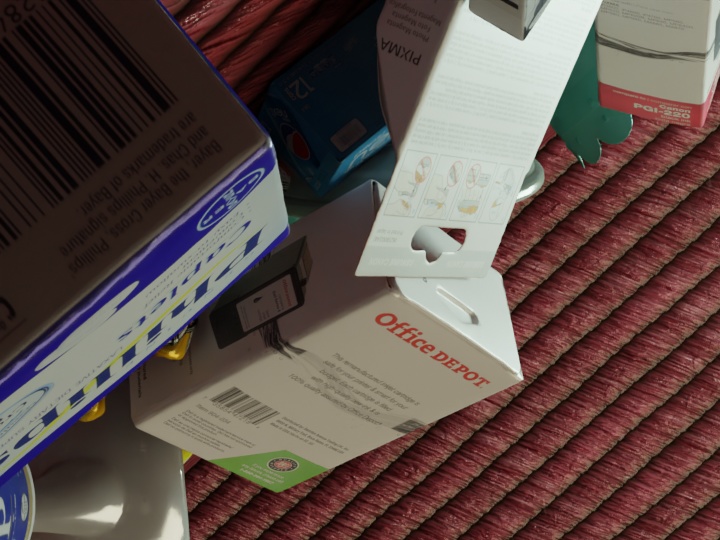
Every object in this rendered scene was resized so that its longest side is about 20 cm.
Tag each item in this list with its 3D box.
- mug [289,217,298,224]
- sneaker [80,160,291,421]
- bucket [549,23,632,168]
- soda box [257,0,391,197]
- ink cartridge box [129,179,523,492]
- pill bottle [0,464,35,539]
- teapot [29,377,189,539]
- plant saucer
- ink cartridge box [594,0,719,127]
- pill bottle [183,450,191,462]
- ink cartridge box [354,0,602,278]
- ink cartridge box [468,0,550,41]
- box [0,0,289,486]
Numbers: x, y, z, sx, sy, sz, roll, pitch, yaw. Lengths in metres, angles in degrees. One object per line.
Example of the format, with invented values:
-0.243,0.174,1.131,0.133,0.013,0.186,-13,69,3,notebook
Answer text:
-0.010,-0.005,1.182,0.185,0.152,0.115,-1,121,-45,mug
-0.116,0.008,0.974,0.200,0.082,0.078,-43,175,-4,sneaker
0.211,-0.199,1.348,0.207,0.135,0.207,-43,-179,1,bucket
0.033,-0.135,1.002,0.200,0.064,0.068,-39,175,-20,soda box
-0.023,0.047,1.019,0.200,0.084,0.145,-28,141,26,ink cartridge box
-0.234,0.118,0.785,0.120,0.120,0.200,-42,175,-1,pill bottle
-0.192,0.130,1.107,0.146,0.198,0.200,-5,143,-6,teapot
0.021,-0.078,1.080,0.199,0.050,0.200,-2,-164,1,plant saucer
0.218,-0.208,1.126,0.200,0.085,0.146,61,46,-67,ink cartridge box
-0.157,0.095,1.289,0.104,0.104,0.200,-38,175,-35,pill bottle
0.056,-0.097,0.925,0.162,0.057,0.200,1,117,-59,ink cartridge box
0.089,-0.191,0.756,0.100,0.039,0.200,-55,166,-11,ink cartridge box
-0.125,-0.008,0.609,0.184,0.105,0.200,-41,176,-4,box
